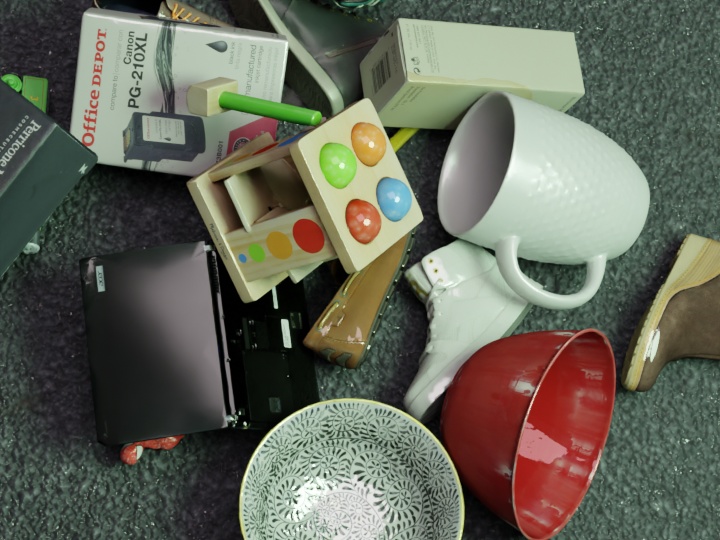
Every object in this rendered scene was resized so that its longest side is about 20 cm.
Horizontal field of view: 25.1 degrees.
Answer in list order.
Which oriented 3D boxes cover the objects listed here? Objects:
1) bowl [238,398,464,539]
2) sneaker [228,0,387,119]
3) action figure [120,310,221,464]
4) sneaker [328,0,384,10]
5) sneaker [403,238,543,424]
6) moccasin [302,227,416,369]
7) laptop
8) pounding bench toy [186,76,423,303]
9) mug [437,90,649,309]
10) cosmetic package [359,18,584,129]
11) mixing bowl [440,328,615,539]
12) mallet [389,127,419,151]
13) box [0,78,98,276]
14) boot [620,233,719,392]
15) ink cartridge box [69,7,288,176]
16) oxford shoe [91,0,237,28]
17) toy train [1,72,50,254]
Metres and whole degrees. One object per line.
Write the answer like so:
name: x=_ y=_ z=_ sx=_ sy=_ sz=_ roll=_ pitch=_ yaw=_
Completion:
bowl: x=-0.013 y=0.225 z=1.458 sx=0.200 sy=0.094 sz=0.201 roll=3 pitch=66 yaw=-7
sneaker: x=-0.051 y=-0.257 z=1.674 sx=0.106 sy=0.075 sz=0.200 roll=-35 pitch=85 yaw=-25
action figure: x=-0.164 y=0.099 z=1.517 sx=0.065 sy=0.052 sz=0.200 roll=33 pitch=69 yaw=1
sneaker: x=-0.005 y=-0.294 z=1.637 sx=0.071 sy=0.200 sz=0.080 roll=-41 pitch=70 yaw=18
sneaker: x=0.076 y=0.052 z=1.561 sx=0.115 sy=0.074 sz=0.200 roll=38 pitch=58 yaw=10
moccasin: x=0.000 y=0.001 z=1.565 sx=0.078 sy=0.074 sz=0.202 roll=24 pitch=64 yaw=1
laptop: x=-0.144 y=0.070 z=1.498 sx=0.200 sy=0.103 sz=0.178 roll=9 pitch=68 yaw=-50
pounding bench toy: x=-0.058 y=-0.098 z=1.456 sx=0.124 sy=0.156 sz=0.200 roll=-39 pitch=108 yaw=-50
mug: x=0.184 y=-0.056 z=1.571 sx=0.175 sy=0.148 sz=0.201 roll=17 pitch=61 yaw=-22
cosmetic package: x=0.111 y=-0.193 z=1.622 sx=0.199 sy=0.104 sz=0.073 roll=1 pitch=69 yaw=-23
mixing bowl: x=0.144 y=0.136 z=1.484 sx=0.108 sy=0.200 sz=0.200 roll=17 pitch=62 yaw=31
mallet: x=0.051 y=-0.160 z=1.664 sx=0.066 sy=0.041 sz=0.200 roll=33 pitch=62 yaw=8
box: x=-0.389 y=-0.098 z=1.489 sx=0.200 sy=0.117 sz=0.197 roll=37 pitch=86 yaw=15
boot: x=0.361 y=0.067 z=1.589 sx=0.166 sy=0.072 sz=0.200 roll=29 pitch=63 yaw=7
ink cartridge box: x=-0.178 y=-0.169 z=1.572 sx=0.199 sy=0.084 sz=0.145 roll=7 pitch=101 yaw=-5
oxford shoe: x=-0.178 y=-0.234 z=1.628 sx=0.199 sy=0.073 sz=0.071 roll=12 pitch=70 yaw=5
toy train: x=-0.333 y=-0.102 z=1.581 sx=0.056 sy=0.042 sz=0.201 roll=6 pitch=67 yaw=-17
